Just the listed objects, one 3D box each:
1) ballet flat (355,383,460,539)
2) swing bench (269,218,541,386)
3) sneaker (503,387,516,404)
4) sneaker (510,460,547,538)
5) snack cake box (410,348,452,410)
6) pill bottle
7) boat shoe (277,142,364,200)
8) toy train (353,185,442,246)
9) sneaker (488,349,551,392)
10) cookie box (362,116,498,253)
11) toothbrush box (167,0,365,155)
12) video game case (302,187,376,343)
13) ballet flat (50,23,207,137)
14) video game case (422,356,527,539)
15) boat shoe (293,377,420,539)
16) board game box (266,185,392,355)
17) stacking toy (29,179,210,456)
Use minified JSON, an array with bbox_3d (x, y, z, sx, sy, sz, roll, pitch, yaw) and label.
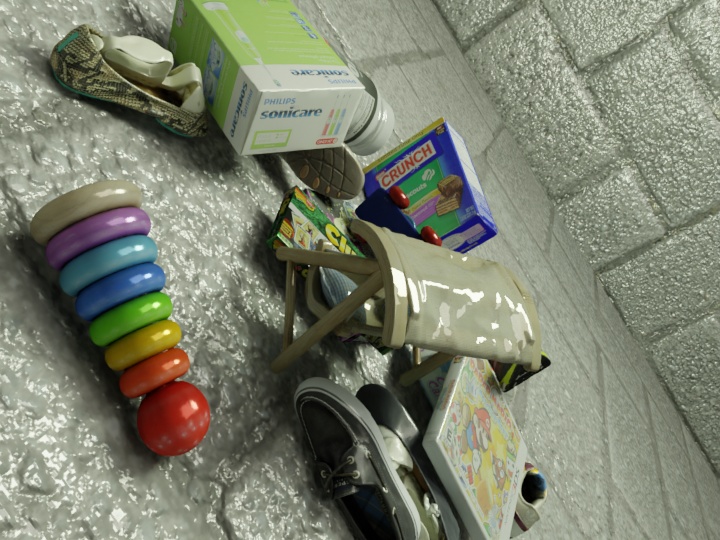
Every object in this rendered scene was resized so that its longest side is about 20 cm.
[{"bbox_3d":[0.044,0.219,0.714,0.203,0.072,0.073,63,25,2],"label":"ballet flat"},{"bbox_3d":[0.043,0.036,0.672,0.196,0.198,0.133,15,68,-38],"label":"swing bench"},{"bbox_3d":[0.157,0.143,1.032,0.200,0.077,0.082,45,1,-31],"label":"sneaker"},{"bbox_3d":[0.220,0.292,0.935,0.076,0.089,0.201,53,26,-11],"label":"sneaker"},{"bbox_3d":[0.140,0.161,0.911,0.203,0.066,0.116,64,23,-20],"label":"snack cake box"},{"bbox_3d":[-0.039,-0.259,1.015,0.199,0.113,0.116,25,41,-50],"label":"pill bottle"},{"bbox_3d":[-0.075,-0.169,0.867,0.199,0.076,0.072,38,19,-10],"label":"boat shoe"},{"bbox_3d":[0.079,-0.010,0.896,0.201,0.084,0.116,53,8,18],"label":"toy train"},{"bbox_3d":[0.197,0.111,0.899,0.082,0.073,0.200,60,-2,11],"label":"sneaker"},{"bbox_3d":[0.101,-0.110,1.054,0.075,0.169,0.204,33,35,-47],"label":"cookie box"},{"bbox_3d":[-0.112,-0.233,0.772,0.143,0.087,0.201,-13,54,-39],"label":"toothbrush box"},{"bbox_3d":[0.000,0.000,0.900,0.180,0.035,0.204,12,53,-58],"label":"video game case"},{"bbox_3d":[-0.205,-0.188,0.671,0.199,0.075,0.069,13,50,-58],"label":"ballet flat"},{"bbox_3d":[0.143,0.208,0.796,0.203,0.022,0.183,62,34,-23],"label":"video game case"},{"bbox_3d":[-0.007,0.200,0.645,0.203,0.069,0.066,63,23,-11],"label":"boat shoe"},{"bbox_3d":[-0.025,0.000,0.796,0.200,0.023,0.106,45,29,-24],"label":"board game box"},{"bbox_3d":[-0.166,0.040,0.503,0.204,0.084,0.085,65,25,1],"label":"stacking toy"}]
